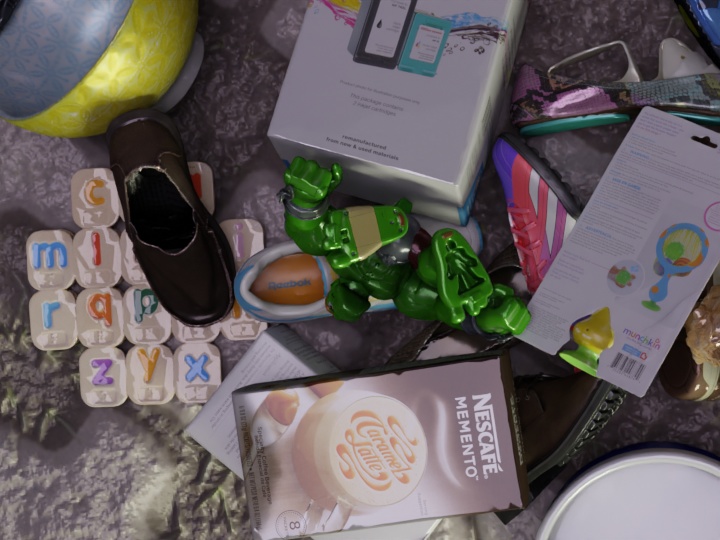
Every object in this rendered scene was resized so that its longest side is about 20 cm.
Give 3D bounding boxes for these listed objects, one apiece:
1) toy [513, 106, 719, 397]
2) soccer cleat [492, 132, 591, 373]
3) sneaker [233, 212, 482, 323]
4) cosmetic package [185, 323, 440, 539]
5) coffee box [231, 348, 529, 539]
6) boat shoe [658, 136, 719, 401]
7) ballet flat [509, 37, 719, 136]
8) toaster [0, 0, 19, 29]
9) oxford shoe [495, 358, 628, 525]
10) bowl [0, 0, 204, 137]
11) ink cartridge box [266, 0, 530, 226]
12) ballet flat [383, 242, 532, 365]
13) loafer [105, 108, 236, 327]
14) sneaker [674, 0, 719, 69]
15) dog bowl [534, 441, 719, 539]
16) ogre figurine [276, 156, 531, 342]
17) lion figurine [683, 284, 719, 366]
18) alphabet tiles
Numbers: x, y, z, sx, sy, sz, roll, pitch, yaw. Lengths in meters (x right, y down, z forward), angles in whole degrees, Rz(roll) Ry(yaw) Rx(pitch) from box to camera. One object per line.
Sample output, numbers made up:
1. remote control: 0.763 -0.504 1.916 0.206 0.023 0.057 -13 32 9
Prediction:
1. toy: 0.209 -0.010 1.246 0.115 0.047 0.200 26 77 34
2. soccer cleat: 0.148 -0.011 1.305 0.073 0.068 0.200 -34 101 1
3. sneaker: 0.000 0.000 1.346 0.200 0.081 0.077 -16 88 0
4. cosmetic package: -0.024 0.145 1.354 0.200 0.085 0.108 40 97 5
5. coffee box: 0.017 0.127 1.264 0.200 0.080 0.115 -10 89 9
6. boat shoe: 0.274 -0.001 1.323 0.075 0.075 0.203 6 90 -26
7. ballet flat: 0.211 -0.141 1.316 0.200 0.069 0.071 0 88 18
8. toaster: -0.324 -0.270 1.361 0.129 0.114 0.200 39 98 31
9. oxford shoe: 0.138 0.108 1.304 0.084 0.073 0.200 46 125 10
10. bowl: -0.187 -0.180 1.346 0.108 0.200 0.200 31 98 -36
11. ink cartridge box: 0.036 -0.158 1.288 0.146 0.147 0.200 15 81 8
12. ballet flat: 0.091 0.043 1.351 0.200 0.046 0.067 -38 85 5
13. loafer: -0.149 -0.025 1.319 0.073 0.071 0.200 -16 127 7
14. sneaker: 0.264 -0.240 1.310 0.078 0.066 0.200 -28 87 5
15. dog bowl: 0.231 0.233 1.322 0.200 0.079 0.201 0 92 9
16. ogre figurine: 0.021 -0.010 1.254 0.200 0.120 0.098 13 81 -17
17. lion figurine: 0.304 0.091 1.262 0.072 0.122 0.200 -11 109 45
18. alphabet tiles: -0.174 0.012 1.408 0.200 0.015 0.196 -3 92 9
